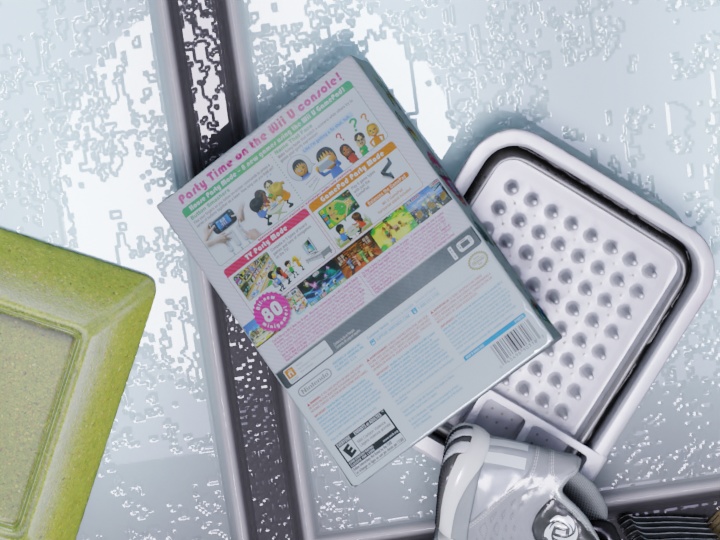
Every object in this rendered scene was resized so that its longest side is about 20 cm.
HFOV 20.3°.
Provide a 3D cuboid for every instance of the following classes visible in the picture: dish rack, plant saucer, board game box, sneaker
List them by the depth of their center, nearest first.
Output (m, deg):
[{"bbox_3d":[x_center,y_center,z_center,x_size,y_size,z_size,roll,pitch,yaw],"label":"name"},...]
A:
[{"bbox_3d":[0.000,0.000,1.161,0.147,0.064,0.201,-36,85,11],"label":"board game box"},{"bbox_3d":[-0.246,0.073,1.206,0.199,0.048,0.201,18,101,-6],"label":"plant saucer"},{"bbox_3d":[0.098,0.187,1.206,0.115,0.075,0.201,7,125,5],"label":"sneaker"},{"bbox_3d":[0.100,0.029,1.218,0.171,0.044,0.201,30,99,-8],"label":"dish rack"}]

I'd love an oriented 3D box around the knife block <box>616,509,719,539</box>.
[{"bbox_3d":[0.237,0.219,1.256,0.200,0.064,0.176,40,98,-11],"label":"knife block"}]
